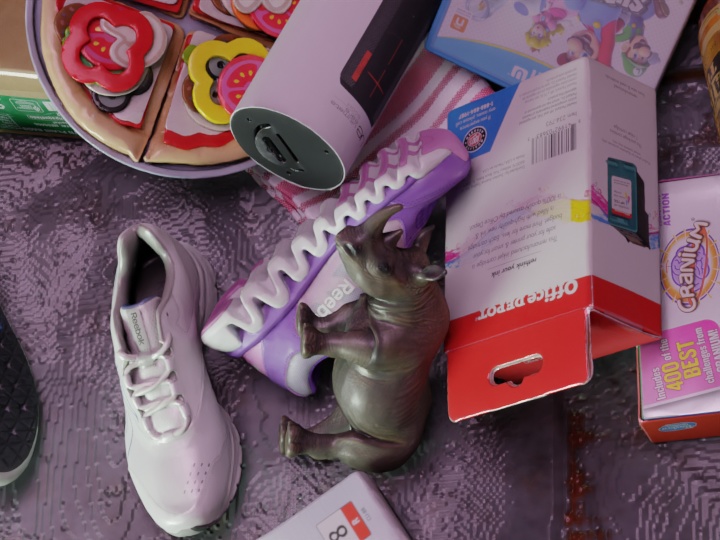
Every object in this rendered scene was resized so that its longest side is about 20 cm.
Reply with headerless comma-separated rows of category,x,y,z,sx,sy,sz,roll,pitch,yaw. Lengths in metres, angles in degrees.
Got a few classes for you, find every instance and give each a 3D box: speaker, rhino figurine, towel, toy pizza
speaker,-0.002,-0.148,1.666,0.081,0.081,0.201,17,62,24
rhino figurine,0.007,0.039,1.571,0.087,0.201,0.060,4,38,-8
towel,-0.019,-0.113,1.721,0.146,0.030,0.200,-45,62,-4
toy pizza,-0.108,-0.156,1.686,0.199,0.032,0.201,3,74,-12

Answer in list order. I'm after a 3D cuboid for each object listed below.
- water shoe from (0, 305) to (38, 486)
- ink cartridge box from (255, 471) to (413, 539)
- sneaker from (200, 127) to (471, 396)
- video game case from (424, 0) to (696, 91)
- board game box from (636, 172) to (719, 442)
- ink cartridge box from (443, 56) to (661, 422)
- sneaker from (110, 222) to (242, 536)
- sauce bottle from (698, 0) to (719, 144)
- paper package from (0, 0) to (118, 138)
water shoe,-0.262,0.056,1.722,0.079,0.071,0.201,-36,59,33
ink cartridge box,-0.037,0.236,1.570,0.199,0.050,0.163,-34,62,-1
sneaker,0.000,0.000,1.626,0.200,0.081,0.088,-43,97,17
video game case,0.139,-0.195,1.633,0.143,0.018,0.201,25,109,8
board game box,0.258,0.013,1.570,0.199,0.040,0.154,-7,66,16
ink cartridge box,0.112,-0.010,1.590,0.116,0.067,0.201,-19,60,42
sneaker,-0.123,0.064,1.650,0.074,0.087,0.201,-16,65,10
sauce bottle,0.235,-0.089,1.566,0.066,0.066,0.201,-16,37,11
paper package,-0.228,-0.191,1.783,0.199,0.103,0.192,5,71,20
